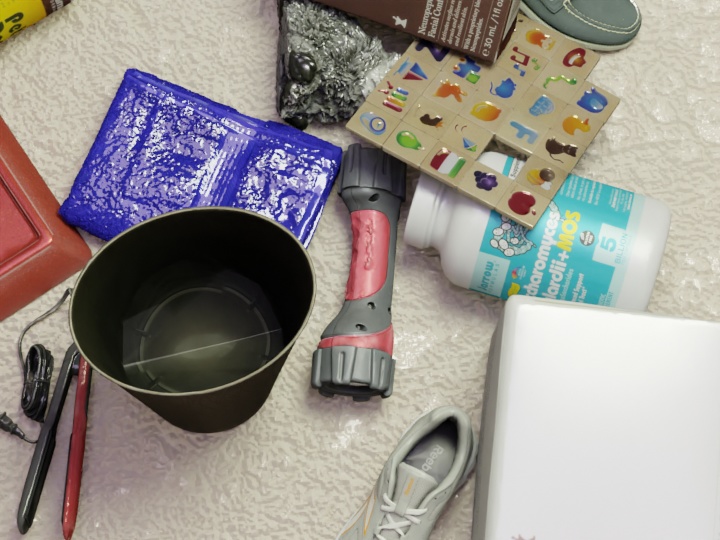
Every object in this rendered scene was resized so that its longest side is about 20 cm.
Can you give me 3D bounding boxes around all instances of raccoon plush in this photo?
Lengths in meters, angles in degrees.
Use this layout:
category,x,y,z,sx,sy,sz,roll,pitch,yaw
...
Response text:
category,x,y,z,sx,sy,sz,roll,pitch,yaw
raccoon plush,0.001,-0.195,1.760,0.133,0.097,0.201,2,73,-8

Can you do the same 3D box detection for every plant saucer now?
category,x,y,z,sx,sy,sz,roll,pitch,yaw
plant saucer,-0.351,-0.039,1.734,0.199,0.037,0.200,-33,76,-10

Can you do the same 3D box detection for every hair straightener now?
category,x,y,z,sx,sy,sz,roll,pitch,yaw
hair straightener,-0.250,0.109,1.688,0.076,0.041,0.201,5,74,0

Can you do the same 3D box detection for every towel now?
category,x,y,z,sx,sy,sz,roll,pitch,yaw
towel,-0.127,-0.071,1.739,0.199,0.050,0.148,21,74,5

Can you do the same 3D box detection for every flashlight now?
category,x,y,z,sx,sy,sz,roll,pitch,yaw
flashlight,0.000,0.000,1.710,0.067,0.068,0.201,6,75,-10

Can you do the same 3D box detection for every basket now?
category,x,y,z,sx,sy,sz,roll,pitch,yaw
basket,-0.120,0.048,1.626,0.179,0.200,0.137,-15,75,-4

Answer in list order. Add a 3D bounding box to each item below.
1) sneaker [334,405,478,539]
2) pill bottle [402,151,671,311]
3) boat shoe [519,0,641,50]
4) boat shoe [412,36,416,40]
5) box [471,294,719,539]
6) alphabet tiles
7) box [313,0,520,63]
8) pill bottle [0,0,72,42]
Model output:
category,x,y,z,sx,sy,sz,roll,pitch,yaw
sneaker,0.027,0.187,1.643,0.075,0.092,0.201,24,75,7
pill bottle,0.137,-0.027,1.699,0.199,0.111,0.111,16,74,4
boat shoe,0.156,-0.250,1.760,0.199,0.062,0.073,33,61,-15
boat shoe,0.076,-0.256,1.790,0.073,0.060,0.201,1,74,-2
box,0.189,0.137,1.610,0.199,0.171,0.200,6,80,1
alphabet tiles,0.106,-0.134,1.700,0.167,0.008,0.200,29,51,11
box,0.034,-0.252,1.708,0.199,0.101,0.075,20,42,8
pill bottle,-0.304,-0.244,1.756,0.199,0.109,0.110,-31,76,-9
